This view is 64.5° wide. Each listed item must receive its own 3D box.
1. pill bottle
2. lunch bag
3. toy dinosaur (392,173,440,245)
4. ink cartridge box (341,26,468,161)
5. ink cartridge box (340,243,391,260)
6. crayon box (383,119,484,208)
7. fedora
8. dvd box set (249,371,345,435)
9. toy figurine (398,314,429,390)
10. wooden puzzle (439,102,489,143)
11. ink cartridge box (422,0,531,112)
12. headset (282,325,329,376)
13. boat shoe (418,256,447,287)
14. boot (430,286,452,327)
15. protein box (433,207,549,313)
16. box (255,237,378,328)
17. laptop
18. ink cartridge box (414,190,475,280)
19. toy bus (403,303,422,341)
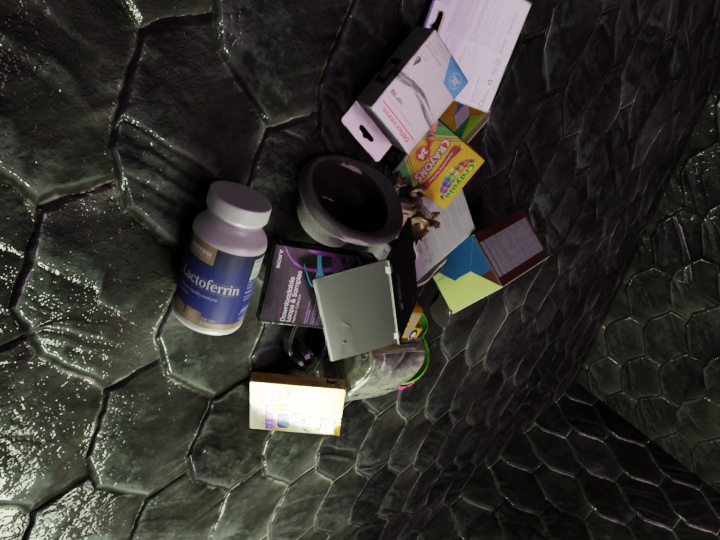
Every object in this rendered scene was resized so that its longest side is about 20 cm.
[{"bbox_3d":[-0.203,-0.019,0.847,0.114,0.115,0.205,-4,123,-48],"label":"pill bottle"},{"bbox_3d":[0.033,0.199,1.265,0.196,0.144,0.166,4,155,-45],"label":"lunch bag"},{"bbox_3d":[0.074,-0.109,1.098,0.136,0.194,0.089,136,-33,-64],"label":"toy dinosaur"},{"bbox_3d":[0.074,-0.284,0.952,0.201,0.067,0.115,-50,126,1],"label":"ink cartridge box"},{"bbox_3d":[0.000,0.000,1.145,0.147,0.085,0.200,-49,149,-4],"label":"ink cartridge box"},{"bbox_3d":[0.154,-0.207,1.108,0.197,0.051,0.128,24,113,-40],"label":"crayon box"},{"bbox_3d":[-0.030,-0.102,0.967,0.195,0.182,0.090,4,149,-36],"label":"fedora"},{"bbox_3d":[-0.131,0.276,1.177,0.192,0.030,0.150,5,127,-4],"label":"dvd box set"},{"bbox_3d":[0.107,0.226,1.488,0.186,0.146,0.204,89,24,-62],"label":"toy figurine"},{"bbox_3d":[0.192,-0.315,1.136,0.185,0.037,0.201,-47,147,-8],"label":"wooden puzzle"},{"bbox_3d":[0.183,-0.407,1.009,0.194,0.041,0.205,9,114,-28],"label":"ink cartridge box"},{"bbox_3d":[-0.095,0.168,1.175,0.121,0.093,0.206,-25,128,-34],"label":"headset"},{"bbox_3d":[0.129,0.015,1.296,0.198,0.072,0.064,-31,148,-43],"label":"boat shoe"},{"bbox_3d":[0.274,0.039,1.568,0.198,0.067,0.193,-37,137,-35],"label":"boot"},{"bbox_3d":[0.309,-0.023,1.391,0.197,0.138,0.198,-25,172,-35],"label":"protein box"},{"bbox_3d":[-0.076,0.029,1.007,0.194,0.036,0.148,8,109,-23],"label":"box"},{"bbox_3d":[0.019,0.035,1.024,0.202,0.112,0.192,-59,149,-45],"label":"laptop"},{"bbox_3d":[0.150,-0.101,1.229,0.198,0.057,0.165,-37,123,-15],"label":"ink cartridge box"},{"bbox_3d":[0.066,0.094,1.182,0.197,0.065,0.080,11,112,-54],"label":"toy bus"}]
